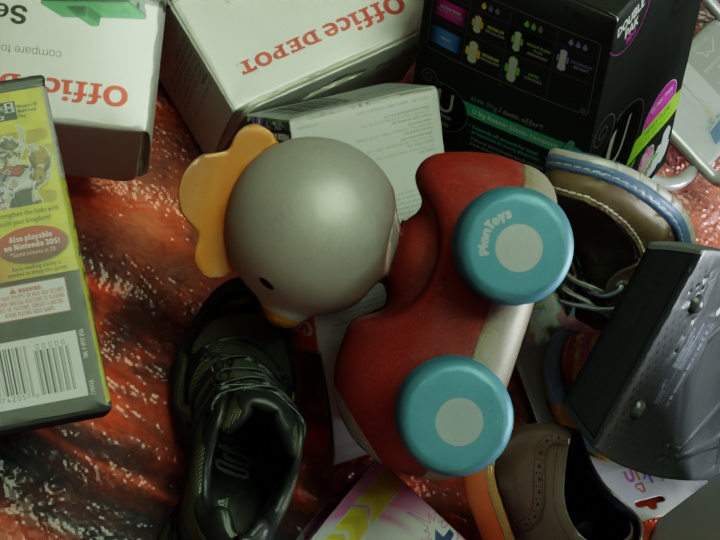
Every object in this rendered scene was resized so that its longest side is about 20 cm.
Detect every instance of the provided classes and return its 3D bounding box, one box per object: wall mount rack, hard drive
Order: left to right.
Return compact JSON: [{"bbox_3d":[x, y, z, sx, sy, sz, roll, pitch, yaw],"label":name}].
[{"bbox_3d":[0.184,0.049,1.580,0.042,0.135,0.200,31,6,27],"label":"hard drive"},{"bbox_3d":[0.260,-0.109,1.823,0.174,0.075,0.200,46,51,1],"label":"wall mount rack"}]

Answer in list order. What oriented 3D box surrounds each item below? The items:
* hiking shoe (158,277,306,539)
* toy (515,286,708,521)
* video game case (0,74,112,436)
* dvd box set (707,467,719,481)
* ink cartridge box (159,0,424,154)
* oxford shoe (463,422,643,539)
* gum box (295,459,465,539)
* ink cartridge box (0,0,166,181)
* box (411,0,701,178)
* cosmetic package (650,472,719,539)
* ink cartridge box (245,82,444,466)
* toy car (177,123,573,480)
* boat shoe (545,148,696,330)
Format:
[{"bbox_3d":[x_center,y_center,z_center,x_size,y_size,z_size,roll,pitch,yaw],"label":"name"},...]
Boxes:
[{"bbox_3d":[-0.057,0.082,1.513,0.075,0.101,0.201,18,55,-21],"label":"hiking shoe"},{"bbox_3d":[0.149,0.050,1.688,0.115,0.047,0.201,-9,67,-34],"label":"toy"},{"bbox_3d":[-0.242,0.004,1.437,0.199,0.026,0.182,-10,81,-14],"label":"video game case"},{"bbox_3d":[0.282,0.029,1.669,0.029,0.200,0.147,29,42,-21],"label":"dvd box set"},{"bbox_3d":[-0.070,-0.183,1.660,0.146,0.083,0.200,-25,76,-24],"label":"ink cartridge box"},{"bbox_3d":[0.127,0.175,1.551,0.201,0.072,0.071,62,38,-19],"label":"oxford shoe"},{"bbox_3d":[-0.014,0.210,1.483,0.113,0.066,0.200,43,50,-2],"label":"gum box"},{"bbox_3d":[-0.177,-0.162,1.546,0.145,0.084,0.201,5,74,-5],"label":"ink cartridge box"},{"bbox_3d":[0.115,-0.126,1.653,0.124,0.201,0.149,25,44,19],"label":"box"},{"bbox_3d":[0.233,0.156,1.574,0.071,0.200,0.102,31,51,-10],"label":"cosmetic package"},{"bbox_3d":[0.000,0.000,1.611,0.109,0.050,0.201,-15,105,-36],"label":"ink cartridge box"},{"bbox_3d":[-0.008,0.003,1.497,0.199,0.184,0.178,19,92,-5],"label":"toy car"},{"bbox_3d":[0.150,0.000,1.589,0.200,0.072,0.073,44,67,-51],"label":"boat shoe"}]
